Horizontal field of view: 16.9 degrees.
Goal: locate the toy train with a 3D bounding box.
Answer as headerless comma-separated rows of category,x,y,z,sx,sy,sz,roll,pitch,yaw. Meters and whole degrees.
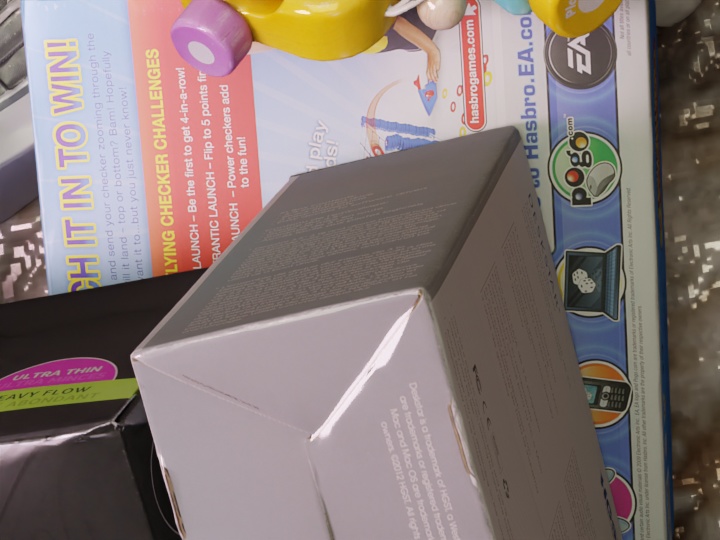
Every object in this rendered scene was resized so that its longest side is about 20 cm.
toy train,0.004,-0.131,0.730,0.200,0.056,0.150,-2,51,10

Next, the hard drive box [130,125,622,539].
hard drive box,0.017,0.059,0.664,0.077,0.200,0.156,-12,101,13

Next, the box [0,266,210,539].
box,-0.087,0.118,0.695,0.148,0.124,0.200,-9,106,18

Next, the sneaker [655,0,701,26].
sneaker,0.034,-0.143,0.833,0.200,0.077,0.082,46,120,14

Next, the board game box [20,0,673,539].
board game box,0.000,0.000,0.785,0.195,0.056,0.200,-1,104,10

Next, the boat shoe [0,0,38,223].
boat shoe,-0.126,-0.068,0.847,0.200,0.072,0.068,-38,80,4
